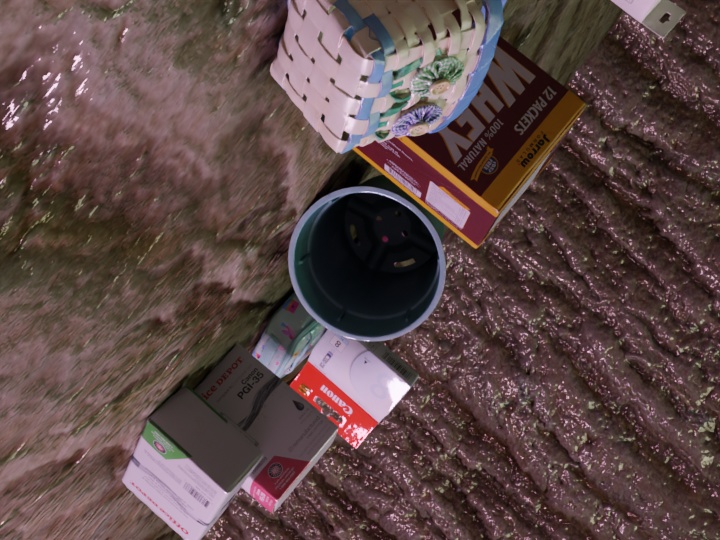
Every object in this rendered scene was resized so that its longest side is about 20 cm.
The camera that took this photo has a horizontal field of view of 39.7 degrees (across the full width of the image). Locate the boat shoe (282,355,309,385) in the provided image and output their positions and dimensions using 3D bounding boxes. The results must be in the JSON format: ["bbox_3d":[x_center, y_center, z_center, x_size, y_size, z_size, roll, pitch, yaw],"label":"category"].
[{"bbox_3d":[-0.140,0.245,1.901,0.200,0.074,0.076,-47,173,-32],"label":"boat shoe"}]

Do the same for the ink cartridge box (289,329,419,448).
[{"bbox_3d":[-0.023,0.189,1.624,0.200,0.160,0.047,-53,174,30],"label":"ink cartridge box"}]

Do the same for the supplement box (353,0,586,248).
[{"bbox_3d":[0.092,-0.149,1.007,0.133,0.197,0.200,-50,174,-6],"label":"supplement box"}]

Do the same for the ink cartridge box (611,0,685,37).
[{"bbox_3d":[0.422,-0.459,1.534,0.117,0.200,0.067,-45,172,-41],"label":"ink cartridge box"}]

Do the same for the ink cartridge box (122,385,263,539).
[{"bbox_3d":[-0.236,0.272,1.376,0.083,0.147,0.200,-45,173,-40],"label":"ink cartridge box"}]

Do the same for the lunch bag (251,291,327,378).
[{"bbox_3d":[-0.098,0.093,1.618,0.160,0.077,0.200,-47,173,-31],"label":"lunch bag"}]

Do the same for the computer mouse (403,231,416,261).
[{"bbox_3d":[0.085,-0.064,1.880,0.141,0.046,0.200,-53,-151,31],"label":"computer mouse"}]

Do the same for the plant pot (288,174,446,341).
[{"bbox_3d":[0.026,-0.034,1.319,0.200,0.200,0.196,-53,-179,21],"label":"plant pot"}]

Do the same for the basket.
[{"bbox_3d":[0.043,-0.181,0.724,0.200,0.139,0.176,-37,168,-24],"label":"basket"}]

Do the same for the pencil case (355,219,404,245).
[{"bbox_3d":[0.000,0.000,1.760,0.200,0.088,0.088,-49,174,-24],"label":"pencil case"}]

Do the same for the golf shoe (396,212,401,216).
[{"bbox_3d":[0.091,-0.131,1.737,0.088,0.077,0.200,-57,-177,-3],"label":"golf shoe"}]

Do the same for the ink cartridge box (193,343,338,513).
[{"bbox_3d":[-0.155,0.229,1.454,0.147,0.200,0.083,-48,170,-24],"label":"ink cartridge box"}]
